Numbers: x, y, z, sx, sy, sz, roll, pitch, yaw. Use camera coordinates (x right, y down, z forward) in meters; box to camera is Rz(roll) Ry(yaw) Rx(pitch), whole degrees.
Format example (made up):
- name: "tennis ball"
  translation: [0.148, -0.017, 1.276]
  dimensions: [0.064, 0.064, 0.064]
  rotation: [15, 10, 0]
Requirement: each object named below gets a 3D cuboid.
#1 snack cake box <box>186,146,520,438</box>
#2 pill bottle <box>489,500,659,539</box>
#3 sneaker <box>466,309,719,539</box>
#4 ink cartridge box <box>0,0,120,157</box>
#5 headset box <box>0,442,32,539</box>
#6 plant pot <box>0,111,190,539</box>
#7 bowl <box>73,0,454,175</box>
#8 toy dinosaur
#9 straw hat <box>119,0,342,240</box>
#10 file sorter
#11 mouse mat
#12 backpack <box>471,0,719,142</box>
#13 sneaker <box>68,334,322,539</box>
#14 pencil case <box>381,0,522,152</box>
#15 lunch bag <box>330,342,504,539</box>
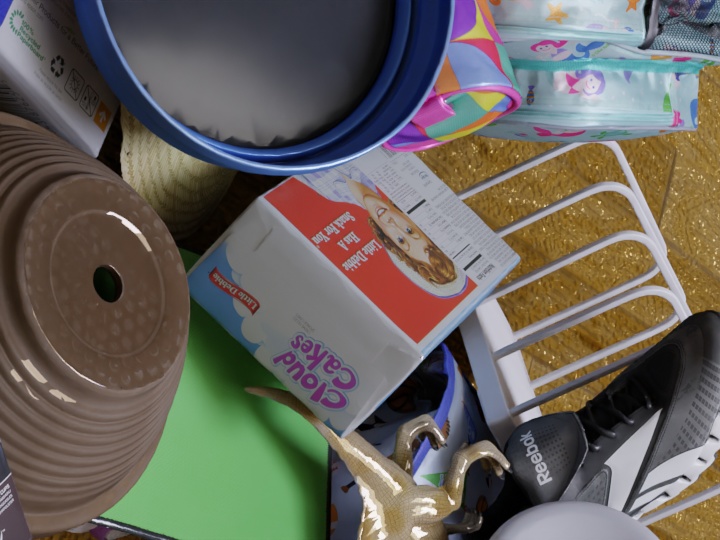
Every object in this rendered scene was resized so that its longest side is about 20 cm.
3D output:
- name: "snack cake box"
  translation: [0.000, 0.000, 1.373]
  dimensions: [0.115, 0.067, 0.200]
  rotation: [45, 23, 3]
- name: "pill bottle"
  translation: [0.104, 0.220, 1.392]
  dimensions: [0.106, 0.106, 0.200]
  rotation: [-53, 159, -37]
- name: "sneaker"
  translation: [0.126, 0.098, 1.405]
  dimensions: [0.090, 0.067, 0.200]
  rotation: [15, 123, -35]
- name: "ink cartridge box"
  translation: [-0.151, -0.189, 1.247]
  dimensions: [0.198, 0.047, 0.201]
  rotation: [47, 54, -47]
- name: "headset box"
  translation: [-0.234, 0.037, 1.067]
  dimensions: [0.075, 0.148, 0.201]
  rotation: [-44, 129, -45]
- name: "plant pot"
  translation: [-0.144, 0.016, 1.191]
  dimensions: [0.200, 0.093, 0.202]
  rotation: [19, 63, -42]
- name: "bowl"
  translation: [-0.048, -0.143, 1.263]
  dimensions: [0.200, 0.039, 0.201]
  rotation: [5, 80, -30]
- name: "toy dinosaur"
  translation: [0.024, 0.120, 1.356]
  dimensions: [0.101, 0.058, 0.200]
  rotation: [-42, 118, -35]
- name: "straw hat"
  translation: [-0.043, -0.104, 1.337]
  dimensions: [0.201, 0.085, 0.202]
  rotation: [14, 90, -69]
- name: "file sorter"
  translation: [0.131, 0.040, 1.534]
  dimensions: [0.200, 0.124, 0.139]
  rotation: [-105, 168, -48]
- name: "mouse mat"
  translation: [-0.085, 0.062, 1.314]
  dimensions: [0.200, 0.008, 0.162]
  rotation: [22, 59, -40]
- name: "backpack"
  translation: [0.101, -0.149, 1.502]
  dimensions: [0.200, 0.177, 0.151]
  rotation: [8, 88, -45]
- name: "sneaker"
  translation: [-0.101, 0.076, 1.354]
  dimensions: [0.200, 0.075, 0.100]
  rotation: [-21, 89, -49]
- name: "pencil case"
  translation: [0.018, -0.164, 1.387]
  dimensions: [0.088, 0.088, 0.201]
  rotation: [-2, 69, -55]
- name: "lunch bag"
  translation: [0.018, 0.160, 1.477]
  dimensions: [0.200, 0.124, 0.170]
  rotation: [-54, 134, -26]
